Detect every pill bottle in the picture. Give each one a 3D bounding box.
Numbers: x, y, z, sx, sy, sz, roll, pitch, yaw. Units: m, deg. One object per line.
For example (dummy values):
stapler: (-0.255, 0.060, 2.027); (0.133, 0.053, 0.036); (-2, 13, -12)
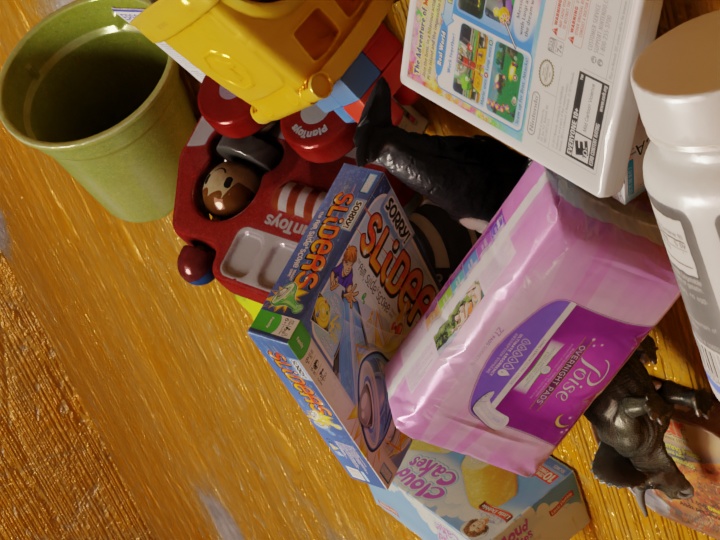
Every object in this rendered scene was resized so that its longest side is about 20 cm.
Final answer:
pill bottle: (0.214, -0.029, 0.808); (0.114, 0.113, 0.201); (24, 143, 55)

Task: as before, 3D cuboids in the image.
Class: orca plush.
orca plush: (0.093, -0.073, 1.014); (0.199, 0.106, 0.071); (33, 131, -23)

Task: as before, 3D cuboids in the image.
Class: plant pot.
plant pot: (-0.250, -0.154, 1.618); (0.200, 0.200, 0.185); (40, 167, 36)

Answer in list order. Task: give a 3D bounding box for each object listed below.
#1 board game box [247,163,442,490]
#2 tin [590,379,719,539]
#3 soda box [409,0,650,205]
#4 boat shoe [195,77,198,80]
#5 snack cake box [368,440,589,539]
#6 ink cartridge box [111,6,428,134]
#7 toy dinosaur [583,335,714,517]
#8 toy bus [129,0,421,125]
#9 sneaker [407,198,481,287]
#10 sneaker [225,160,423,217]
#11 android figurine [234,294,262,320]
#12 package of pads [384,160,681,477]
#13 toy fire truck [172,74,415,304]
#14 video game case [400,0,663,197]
board game box: (0.004, 0.042, 1.044); (0.034, 0.136, 0.200); (14, 154, 30)
tin: (0.242, 0.137, 1.114); (0.200, 0.042, 0.112); (17, 141, 60)
soda box: (0.116, -0.126, 0.959); (0.200, 0.063, 0.069); (41, 155, 38)
boat shoe: (-0.144, -0.248, 1.356); (0.201, 0.071, 0.091); (62, 163, -11)
snack cake box: (0.101, 0.202, 1.426); (0.200, 0.115, 0.068); (29, 147, 51)
ink cartridge box: (-0.073, -0.164, 1.226); (0.200, 0.044, 0.196); (40, 164, -35)
toy dinosaur: (0.174, 0.072, 1.051); (0.102, 0.077, 0.201); (-30, 82, 50)
toy bus: (-0.024, -0.192, 1.036); (0.192, 0.201, 0.135); (41, 159, -17)
sneaker: (0.108, 0.021, 1.137); (0.200, 0.108, 0.070); (52, 160, 10)
sneaker: (-0.050, -0.074, 1.264); (0.199, 0.076, 0.116); (-4, 130, 41)
android figurine: (-0.083, 0.048, 1.724); (0.200, 0.041, 0.183); (38, 153, 43)
package of pads: (0.114, 0.033, 0.990); (0.201, 0.120, 0.076); (-56, 26, 29)
toy fire truck: (-0.062, -0.057, 1.140); (0.199, 0.169, 0.112); (18, 163, 35)
video game case: (0.098, -0.169, 0.880); (0.182, 0.024, 0.201); (36, 130, 41)
